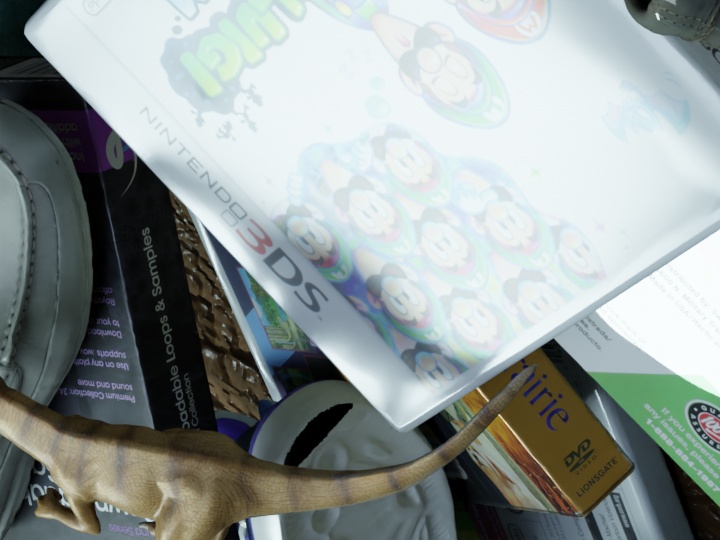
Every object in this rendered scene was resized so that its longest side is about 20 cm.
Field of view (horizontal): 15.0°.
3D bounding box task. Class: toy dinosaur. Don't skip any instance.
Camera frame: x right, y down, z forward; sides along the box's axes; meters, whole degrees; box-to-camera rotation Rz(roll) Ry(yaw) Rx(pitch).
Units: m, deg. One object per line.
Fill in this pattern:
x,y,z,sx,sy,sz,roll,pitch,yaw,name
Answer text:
-0.047,0.071,0.877,0.199,0.061,0.106,7,140,9,toy dinosaur

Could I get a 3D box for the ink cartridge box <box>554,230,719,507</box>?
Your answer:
0.135,-0.031,0.825,0.145,0.084,0.200,46,144,4,ink cartridge box

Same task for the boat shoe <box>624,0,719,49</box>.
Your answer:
0.082,-0.142,0.707,0.072,0.060,0.202,127,139,-50,boat shoe

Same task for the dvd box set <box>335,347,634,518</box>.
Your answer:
0.000,0.000,0.952,0.200,0.029,0.146,51,165,-11,dvd box set

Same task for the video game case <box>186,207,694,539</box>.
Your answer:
0.032,0.044,1.053,0.182,0.023,0.200,5,128,42,video game case

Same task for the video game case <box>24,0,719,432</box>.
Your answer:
0.010,-0.056,0.814,0.182,0.024,0.200,47,138,-6,video game case

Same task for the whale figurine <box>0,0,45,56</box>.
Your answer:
-0.157,-0.085,1.048,0.159,0.104,0.200,19,138,33,whale figurine

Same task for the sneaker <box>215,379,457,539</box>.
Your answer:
-0.030,0.084,1.033,0.146,0.081,0.200,34,163,38,sneaker

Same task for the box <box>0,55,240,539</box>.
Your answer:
-0.117,0.022,0.983,0.143,0.036,0.201,4,112,42,box

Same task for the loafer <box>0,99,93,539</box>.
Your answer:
-0.141,0.033,0.935,0.070,0.070,0.200,34,128,26,loafer
